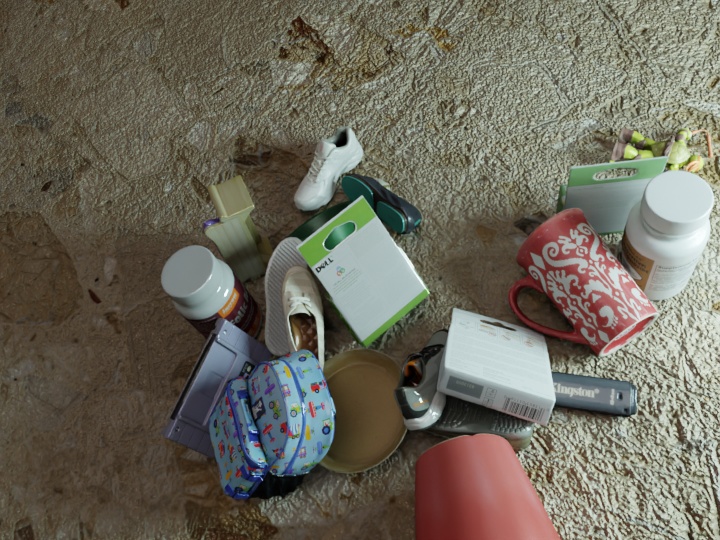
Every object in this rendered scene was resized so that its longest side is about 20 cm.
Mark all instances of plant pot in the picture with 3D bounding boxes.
[{"bbox_3d":[0.156,0.330,0.771,0.196,0.202,0.180,-15,47,6],"label":"plant pot"},{"bbox_3d":[-0.008,0.225,0.949,0.196,0.028,0.204,-11,57,17],"label":"plant pot"}]

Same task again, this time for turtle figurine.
[{"bbox_3d":[0.528,-0.197,1.037,0.159,0.065,0.202,20,67,24],"label":"turtle figurine"}]

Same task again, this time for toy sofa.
[{"bbox_3d":[-0.226,-0.069,1.087,0.096,0.201,0.084,-24,57,-7],"label":"toy sofa"}]

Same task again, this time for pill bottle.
[{"bbox_3d":[0.458,-0.051,0.890,0.112,0.201,0.117,-7,58,11],"label":"pill bottle"},{"bbox_3d":[-0.256,0.051,1.025,0.111,0.201,0.116,-6,59,11],"label":"pill bottle"}]

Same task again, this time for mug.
[{"bbox_3d":[0.348,0.035,0.938,0.131,0.179,0.202,-9,54,-35],"label":"mug"}]

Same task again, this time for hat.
[{"bbox_3d":[-0.032,-0.016,1.110,0.164,0.178,0.199,-34,16,-14],"label":"hat"}]

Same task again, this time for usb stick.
[{"bbox_3d":[0.313,0.183,0.894,0.195,0.033,0.056,5,61,17],"label":"usb stick"}]

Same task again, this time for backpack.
[{"bbox_3d":[-0.128,0.223,0.881,0.201,0.132,0.185,-51,47,37],"label":"backpack"}]

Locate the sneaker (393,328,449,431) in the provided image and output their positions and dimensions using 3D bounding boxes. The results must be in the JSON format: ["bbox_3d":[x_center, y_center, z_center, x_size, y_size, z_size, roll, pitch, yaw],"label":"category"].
[{"bbox_3d":[0.106,0.150,0.906,0.073,0.080,0.201,-20,21,33],"label":"sneaker"}]

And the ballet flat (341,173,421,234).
[{"bbox_3d":[0.045,-0.134,1.137,0.073,0.074,0.199,-42,53,-11],"label":"ballet flat"}]

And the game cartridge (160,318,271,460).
[{"bbox_3d":[-0.229,0.199,0.972,0.038,0.129,0.203,2,62,45],"label":"game cartridge"}]

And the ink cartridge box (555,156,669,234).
[{"bbox_3d":[0.397,-0.127,0.951,0.142,0.201,0.049,-5,58,11],"label":"ink cartridge box"}]

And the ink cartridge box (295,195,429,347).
[{"bbox_3d":[0.000,0.000,0.992,0.147,0.076,0.202,-37,100,-9],"label":"ink cartridge box"}]

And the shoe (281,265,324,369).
[{"bbox_3d":[-0.089,0.091,0.966,0.068,0.053,0.205,-7,84,-14],"label":"shoe"}]

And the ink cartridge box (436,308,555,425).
[{"bbox_3d":[0.203,0.136,0.889,0.157,0.048,0.200,16,23,7],"label":"ink cartridge box"}]

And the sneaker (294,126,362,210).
[{"bbox_3d":[-0.076,-0.214,1.190,0.077,0.100,0.202,24,69,26],"label":"sneaker"}]

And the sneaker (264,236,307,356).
[{"bbox_3d":[-0.133,0.044,1.036,0.072,0.082,0.205,10,88,-2],"label":"sneaker"}]

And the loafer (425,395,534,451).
[{"bbox_3d":[0.165,0.234,0.882,0.197,0.071,0.076,4,42,37],"label":"loafer"}]
